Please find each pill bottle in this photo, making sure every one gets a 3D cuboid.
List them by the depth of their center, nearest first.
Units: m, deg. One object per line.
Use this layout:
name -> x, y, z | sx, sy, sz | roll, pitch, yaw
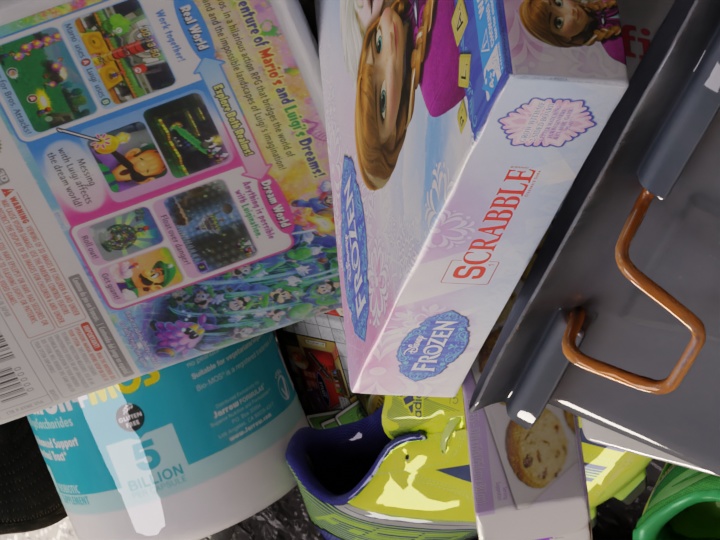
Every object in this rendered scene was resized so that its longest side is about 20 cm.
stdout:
pill bottle -> -0.102, 0.010, 1.260 | 0.111, 0.111, 0.201 | -10, 106, 47

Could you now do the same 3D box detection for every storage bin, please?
storage bin -> 0.133, -0.012, 0.893 | 0.134, 0.146, 0.200 | 27, 136, 2

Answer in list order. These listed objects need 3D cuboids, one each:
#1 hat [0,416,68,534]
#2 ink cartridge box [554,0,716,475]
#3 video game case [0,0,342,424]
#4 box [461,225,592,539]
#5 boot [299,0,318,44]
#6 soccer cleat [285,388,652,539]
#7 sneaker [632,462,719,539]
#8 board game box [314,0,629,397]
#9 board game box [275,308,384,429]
hat -> -0.187, 0.023, 1.316 | 0.200, 0.200, 0.081 | 37, 123, 12
ink cartridge box -> 0.146, -0.025, 1.030 | 0.147, 0.086, 0.201 | 16, 130, 32
video game case -> -0.094, -0.036, 1.129 | 0.181, 0.024, 0.200 | -19, 135, 5
box -> 0.053, 0.016, 1.074 | 0.041, 0.201, 0.039 | -7, 139, 4
boot -> -0.114, -0.112, 1.173 | 0.139, 0.199, 0.077 | 65, -175, 18
soccer cleat -> 0.050, 0.065, 1.189 | 0.200, 0.065, 0.084 | -26, 111, 39
sneaker -> 0.187, 0.102, 1.101 | 0.199, 0.084, 0.074 | -1, 121, 43
board game box -> 0.029, -0.092, 0.998 | 0.041, 0.201, 0.200 | 3, 149, -14
board game box -> 0.000, 0.000, 1.240 | 0.104, 0.023, 0.201 | 8, 127, 36
